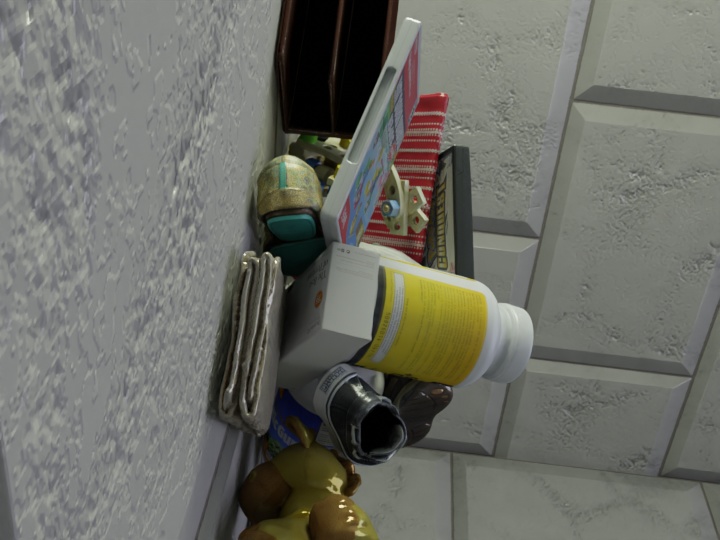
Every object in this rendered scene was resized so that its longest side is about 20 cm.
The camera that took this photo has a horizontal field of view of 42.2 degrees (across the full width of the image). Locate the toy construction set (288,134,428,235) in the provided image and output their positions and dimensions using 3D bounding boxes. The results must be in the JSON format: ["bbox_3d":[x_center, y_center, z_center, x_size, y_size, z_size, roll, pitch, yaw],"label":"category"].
[{"bbox_3d":[-0.004,-0.102,1.001,0.200,0.131,0.092,12,109,-54],"label":"toy construction set"}]

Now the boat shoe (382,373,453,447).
[{"bbox_3d":[0.046,0.149,1.069,0.200,0.074,0.074,126,-41,-49],"label":"boat shoe"}]

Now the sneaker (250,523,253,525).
[{"bbox_3d":[-0.098,0.307,1.044,0.200,0.075,0.079,-69,177,-53],"label":"sneaker"}]

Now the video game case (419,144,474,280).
[{"bbox_3d":[0.081,-0.028,1.116,0.181,0.025,0.201,156,-65,-65],"label":"video game case"}]

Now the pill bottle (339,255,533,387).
[{"bbox_3d":[0.069,0.055,0.936,0.112,0.199,0.113,-48,-146,49],"label":"pill bottle"}]

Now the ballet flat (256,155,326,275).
[{"bbox_3d":[-0.059,-0.049,0.838,0.200,0.070,0.071,91,5,-76],"label":"ballet flat"}]

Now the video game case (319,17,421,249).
[{"bbox_3d":[0.013,-0.108,0.849,0.143,0.017,0.201,82,29,-71],"label":"video game case"}]

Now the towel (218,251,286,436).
[{"bbox_3d":[-0.087,0.065,0.765,0.200,0.034,0.133,99,-2,-76],"label":"towel"}]

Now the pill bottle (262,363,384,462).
[{"bbox_3d":[-0.038,0.143,1.030,0.112,0.111,0.201,-82,-172,-53],"label":"pill bottle"}]

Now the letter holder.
[{"bbox_3d":[-0.017,-0.248,0.893,0.142,0.100,0.201,90,7,-68],"label":"letter holder"}]

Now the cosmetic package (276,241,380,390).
[{"bbox_3d":[-0.045,0.048,0.869,0.200,0.050,0.083,138,-40,-60],"label":"cosmetic package"}]

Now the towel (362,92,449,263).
[{"bbox_3d":[0.040,-0.114,1.123,0.144,0.022,0.201,9,-91,50],"label":"towel"}]

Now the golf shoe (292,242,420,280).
[{"bbox_3d":[0.000,0.000,1.030,0.075,0.199,0.092,-56,-165,26],"label":"golf shoe"}]

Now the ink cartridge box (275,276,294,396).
[{"bbox_3d":[-0.028,0.100,1.133,0.201,0.144,0.085,96,0,-46],"label":"ink cartridge box"}]

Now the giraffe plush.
[{"bbox_3d":[-0.052,0.231,0.887,0.162,0.199,0.173,61,-42,41],"label":"giraffe plush"}]

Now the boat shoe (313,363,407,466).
[{"bbox_3d":[0.014,0.160,0.930,0.072,0.068,0.200,-47,150,-16],"label":"boat shoe"}]
